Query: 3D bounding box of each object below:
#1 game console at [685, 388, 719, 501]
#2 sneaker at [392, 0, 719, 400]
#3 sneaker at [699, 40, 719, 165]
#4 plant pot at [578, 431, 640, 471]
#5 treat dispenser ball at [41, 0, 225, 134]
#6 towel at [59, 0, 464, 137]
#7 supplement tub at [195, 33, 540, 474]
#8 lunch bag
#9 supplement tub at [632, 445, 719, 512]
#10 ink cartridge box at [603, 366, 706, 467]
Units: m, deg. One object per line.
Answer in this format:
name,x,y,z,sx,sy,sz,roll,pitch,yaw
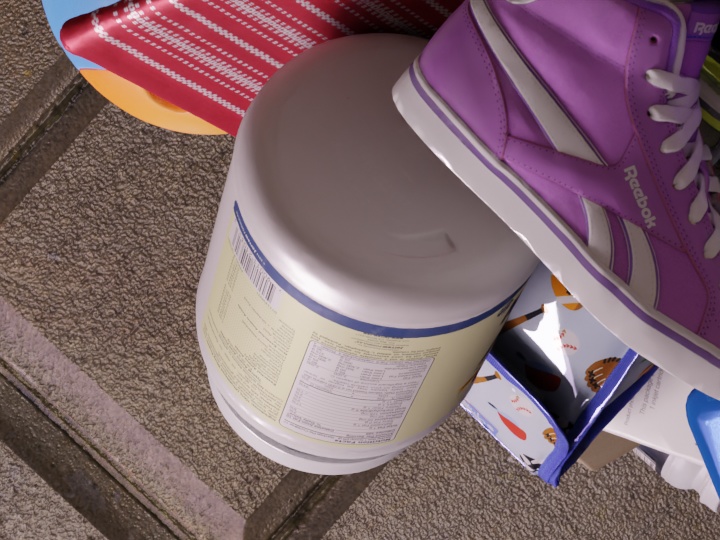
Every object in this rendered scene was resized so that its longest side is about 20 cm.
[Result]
game console,0.282,0.100,0.941,0.200,0.118,0.171,-18,96,51
sneaker,0.118,-0.041,0.767,0.200,0.114,0.073,43,-159,-3
sneaker,0.120,-0.066,0.895,0.074,0.081,0.200,42,-179,-1
plant pot,0.155,0.019,1.376,0.200,0.177,0.200,43,-179,26
treat dispenser ball,-0.087,-0.179,1.161,0.201,0.201,0.201,42,-179,-1
towel,-0.019,-0.113,0.903,0.144,0.199,0.023,25,-125,-50
supplement tub,0.000,0.000,0.936,0.145,0.145,0.200,42,151,12
lunch bag,0.093,-0.001,1.066,0.170,0.200,0.124,44,-142,14
supplement tub,0.292,0.110,1.842,0.200,0.140,0.140,42,-179,19
ink cartridge box,0.144,0.028,1.193,0.199,0.085,0.146,19,-158,22
